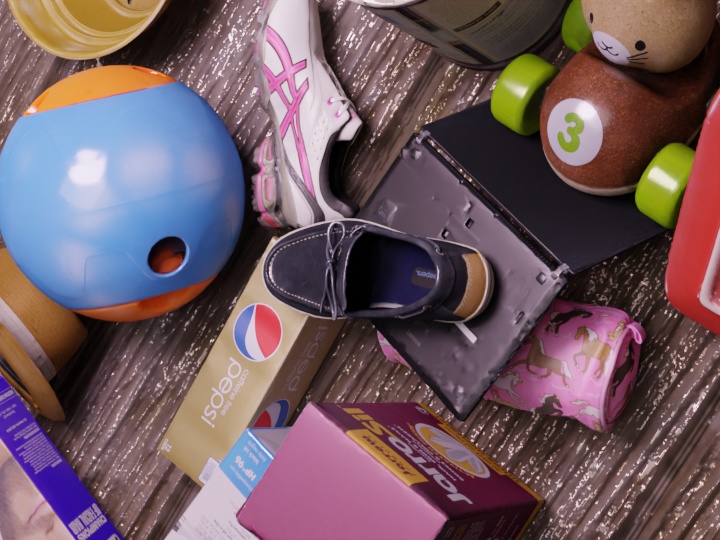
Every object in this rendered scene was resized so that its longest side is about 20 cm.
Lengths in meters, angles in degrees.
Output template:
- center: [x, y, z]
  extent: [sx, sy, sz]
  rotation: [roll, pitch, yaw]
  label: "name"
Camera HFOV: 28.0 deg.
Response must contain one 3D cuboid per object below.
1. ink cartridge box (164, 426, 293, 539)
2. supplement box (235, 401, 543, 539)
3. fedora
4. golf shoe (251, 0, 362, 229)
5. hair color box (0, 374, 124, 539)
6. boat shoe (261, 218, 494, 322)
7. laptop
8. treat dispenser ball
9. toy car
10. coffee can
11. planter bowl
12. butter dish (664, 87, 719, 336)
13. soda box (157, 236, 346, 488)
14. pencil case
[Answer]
- center: [-0.097, 0.219, 1.128]
  extent: [0.068, 0.116, 0.201]
  rotation: [42, 103, 24]
  label: "ink cartridge box"
- center: [0.026, 0.169, 1.025]
  extent: [0.130, 0.199, 0.104]
  rotation: [38, 102, 23]
  label: "supplement box"
- center: [-0.292, 0.036, 1.233]
  extent: [0.082, 0.201, 0.200]
  rotation: [-39, 66, -17]
  label: "fedora"
- center: [-0.038, -0.134, 1.160]
  extent: [0.091, 0.072, 0.203]
  rotation: [1, 95, 20]
  label: "golf shoe"
- center: [-0.295, 0.205, 1.225]
  extent: [0.109, 0.065, 0.201]
  rotation: [-37, 91, 19]
  label: "hair color box"
- center: [0.000, 0.000, 1.021]
  extent: [0.198, 0.062, 0.076]
  rotation: [7, 87, 40]
  label: "boat shoe"
- center: [0.102, -0.020, 1.050]
  extent: [0.177, 0.103, 0.201]
  rotation: [47, 110, 34]
  label: "laptop"
- center: [-0.190, -0.061, 1.152]
  extent: [0.198, 0.200, 0.204]
  rotation: [-3, 84, 26]
  label: "treat dispenser ball"
- center: [0.180, -0.158, 0.961]
  extent: [0.164, 0.201, 0.158]
  rotation: [36, 73, 29]
  label: "toy car"
- center: [0.063, -0.238, 1.044]
  extent: [0.144, 0.199, 0.149]
  rotation: [-3, 84, 25]
  label: "coffee can"
- center: [-0.209, -0.276, 1.245]
  extent: [0.198, 0.083, 0.204]
  rotation: [-2, 86, 28]
  label: "planter bowl"
- center: [0.321, -0.033, 0.936]
  extent: [0.198, 0.148, 0.201]
  rotation: [29, 138, 24]
  label: "butter dish"
- center: [-0.079, 0.077, 1.159]
  extent: [0.064, 0.068, 0.202]
  rotation: [35, 101, 25]
  label: "soda box"
- center: [0.110, 0.050, 1.062]
  extent: [0.198, 0.087, 0.083]
  rotation: [18, 50, 26]
  label: "pencil case"
